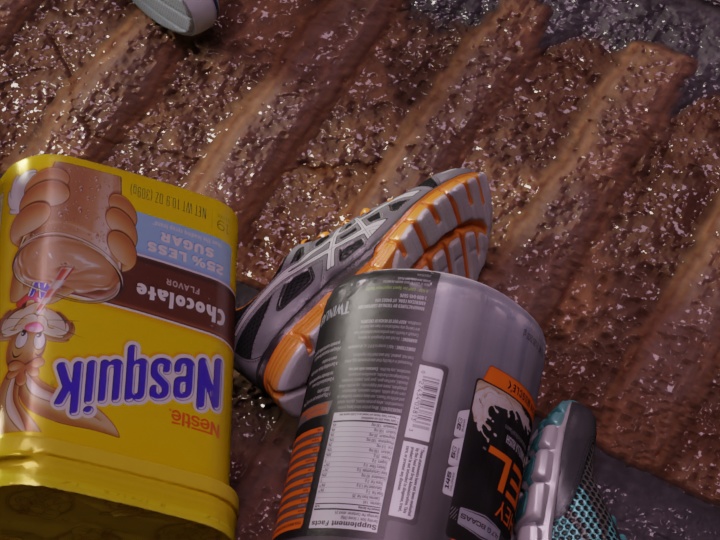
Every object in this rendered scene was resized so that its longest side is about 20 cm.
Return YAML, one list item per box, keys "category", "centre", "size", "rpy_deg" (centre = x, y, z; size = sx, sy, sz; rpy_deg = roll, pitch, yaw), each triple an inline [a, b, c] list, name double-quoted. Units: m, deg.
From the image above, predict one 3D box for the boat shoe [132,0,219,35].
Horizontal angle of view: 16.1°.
- category: "boat shoe"
  centre: [-0.140, -0.225, 1.606]
  size: [0.062, 0.072, 0.200]
  rpy_deg: [-31, 57, -18]

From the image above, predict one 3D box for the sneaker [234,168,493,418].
- category: "sneaker"
  centre: [0.000, 0.000, 1.443]
  size: [0.077, 0.079, 0.200]
  rpy_deg: [23, 49, 38]

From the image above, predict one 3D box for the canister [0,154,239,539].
- category: "canister"
  centre: [-0.136, 0.050, 1.360]
  size: [0.148, 0.087, 0.201]
  rpy_deg: [16, 56, -24]

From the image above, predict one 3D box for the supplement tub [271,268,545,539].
- category: "supplement tub"
  centre: [0.022, 0.111, 1.317]
  size: [0.122, 0.123, 0.201]
  rpy_deg: [10, 67, 7]

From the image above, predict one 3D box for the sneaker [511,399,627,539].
- category: "sneaker"
  centre: [0.116, 0.164, 1.334]
  size: [0.091, 0.078, 0.201]
  rpy_deg: [15, 57, -9]
